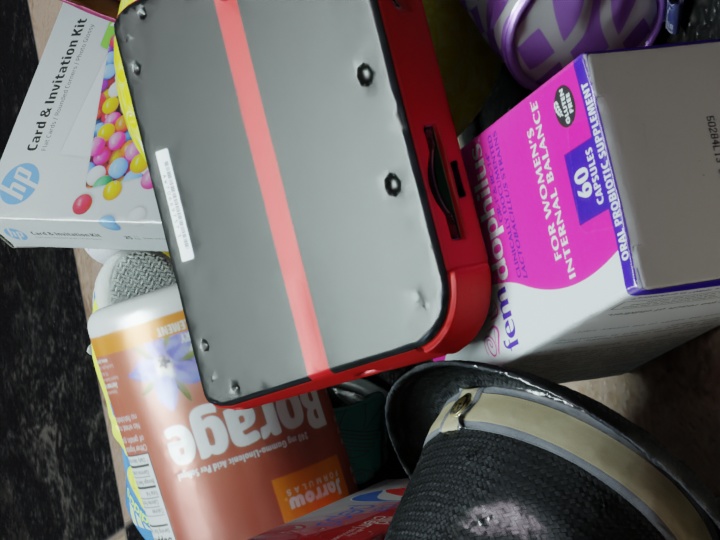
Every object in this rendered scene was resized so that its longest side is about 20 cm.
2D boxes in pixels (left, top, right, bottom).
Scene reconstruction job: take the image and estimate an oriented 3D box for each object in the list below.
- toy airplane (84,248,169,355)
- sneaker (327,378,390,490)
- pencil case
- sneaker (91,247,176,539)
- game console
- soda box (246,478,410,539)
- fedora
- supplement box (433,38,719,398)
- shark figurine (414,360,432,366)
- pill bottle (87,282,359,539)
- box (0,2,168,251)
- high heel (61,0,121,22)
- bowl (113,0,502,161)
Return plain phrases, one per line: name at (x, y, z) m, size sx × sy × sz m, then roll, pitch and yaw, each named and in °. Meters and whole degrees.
toy airplane at (-0.095, -0.016, 1.488) m, size 0.199 × 0.141 × 0.201 m, roll -48°, pitch 46°, yaw 49°
sneaker at (-0.007, 0.128, 1.411) m, size 0.200 × 0.083 × 0.121 m, roll -120°, pitch 24°, yaw -44°
pencil case at (0.068, -0.168, 1.161) m, size 0.086 × 0.084 × 0.200 m, roll 82°, pitch 164°, yaw -47°
sneaker at (-0.119, 0.088, 1.444) m, size 0.105 × 0.075 × 0.201 m, roll -16°, pitch 89°, yaw 62°
game console at (-0.029, -0.048, 1.139) m, size 0.176 × 0.031 × 0.201 m, roll -18°, pitch 85°, yaw 45°
soda box at (0.010, 0.146, 1.240) m, size 0.070 × 0.200 × 0.064 m, roll -4°, pitch 93°, yaw 21°
fedora at (0.073, 0.128, 1.107) m, size 0.200 × 0.092 × 0.201 m, roll 31°, pitch 156°, yaw 16°
supplement box at (0.106, -0.019, 1.094) m, size 0.200 × 0.103 × 0.102 m, roll 141°, pitch 118°, yaw -64°
shark figurine at (0.010, -0.006, 1.323) m, size 0.128 × 0.089 × 0.215 m, roll 51°, pitch 140°, yaw 37°
pill bottle at (-0.063, 0.101, 1.328) m, size 0.112 × 0.112 × 0.201 m, roll -16°, pitch 93°, yaw 66°
box at (-0.103, -0.085, 1.413) m, size 0.199 × 0.041 × 0.156 m, roll 2°, pitch 62°, yaw 34°
high heel at (-0.108, -0.139, 1.360) m, size 0.200 × 0.096 × 0.068 m, roll 35°, pitch 135°, yaw 53°
bowl at (-0.035, -0.138, 1.229) m, size 0.108 × 0.199 × 0.200 m, roll 69°, pitch 175°, yaw -50°
